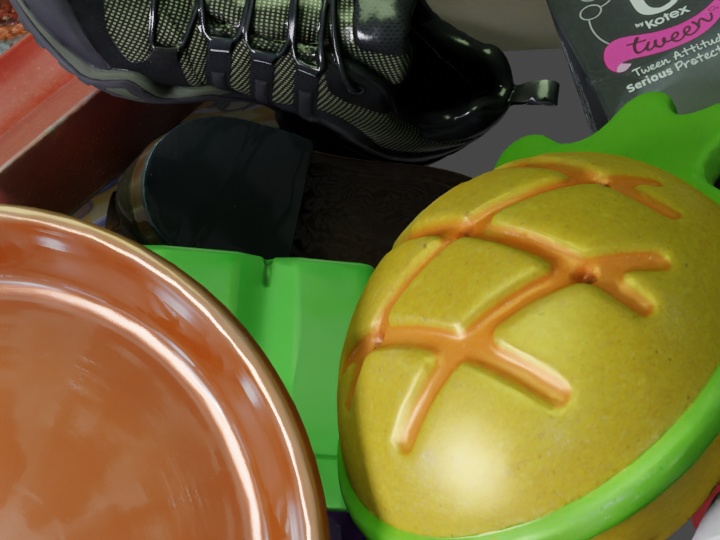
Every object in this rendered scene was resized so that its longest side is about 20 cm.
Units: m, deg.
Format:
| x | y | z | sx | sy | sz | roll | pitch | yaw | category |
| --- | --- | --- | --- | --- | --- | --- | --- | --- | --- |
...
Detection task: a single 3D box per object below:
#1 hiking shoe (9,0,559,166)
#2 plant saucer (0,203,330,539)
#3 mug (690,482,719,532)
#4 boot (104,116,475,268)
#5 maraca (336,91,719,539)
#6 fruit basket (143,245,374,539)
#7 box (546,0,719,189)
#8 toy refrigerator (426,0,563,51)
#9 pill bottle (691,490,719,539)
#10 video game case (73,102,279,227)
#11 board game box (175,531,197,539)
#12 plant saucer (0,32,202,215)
| x | y | z | sx | sy | sz | roll | pitch | yaw | category |
| --- | --- | --- | --- | --- | --- | --- | --- | --- | --- |
| -0.027 | -0.093 | 0.847 | 0.101 | 0.200 | 0.076 | -20 | 58 | 47 | hiking shoe |
| -0.105 | 0.082 | 0.690 | 0.199 | 0.032 | 0.201 | 0 | 88 | 10 | plant saucer |
| 0.218 | 0.056 | 0.750 | 0.200 | 0.177 | 0.134 | -5 | 63 | 43 | mug |
| 0.000 | 0.000 | 0.902 | 0.097 | 0.199 | 0.075 | -14 | 54 | 67 | boot |
| 0.058 | 0.013 | 0.721 | 0.137 | 0.107 | 0.200 | -16 | 33 | 23 | maraca |
| -0.083 | 0.102 | 0.790 | 0.215 | 0.156 | 0.216 | 2 | 69 | -5 | fruit basket |
| 0.186 | -0.059 | 0.866 | 0.199 | 0.132 | 0.115 | -22 | 40 | 2 | box |
| 0.115 | -0.140 | 1.022 | 0.199 | 0.070 | 0.076 | -2 | 55 | 23 | toy refrigerator |
| 0.095 | 0.153 | 0.627 | 0.119 | 0.120 | 0.200 | 8 | 49 | 29 | pill bottle |
| -0.072 | -0.055 | 1.017 | 0.199 | 0.023 | 0.182 | -24 | 27 | 1 | video game case |
| -0.051 | 0.192 | 0.707 | 0.126 | 0.035 | 0.200 | -31 | 80 | 10 | board game box |
| -0.122 | -0.058 | 0.962 | 0.199 | 0.037 | 0.200 | -12 | 27 | 51 | plant saucer |
